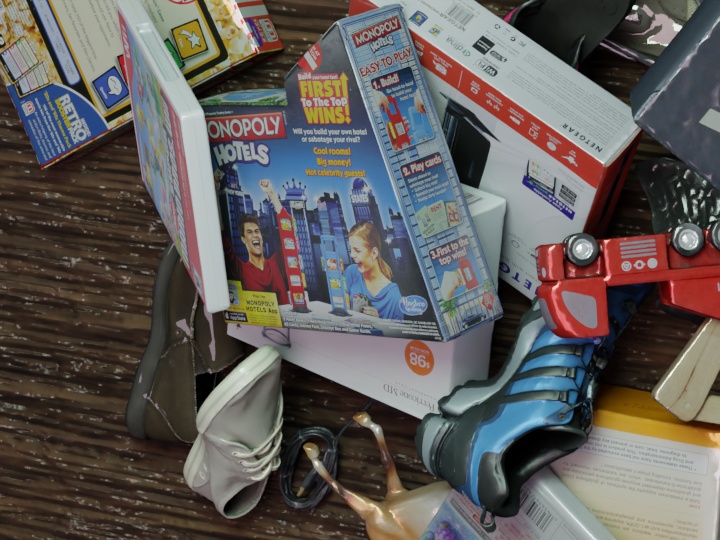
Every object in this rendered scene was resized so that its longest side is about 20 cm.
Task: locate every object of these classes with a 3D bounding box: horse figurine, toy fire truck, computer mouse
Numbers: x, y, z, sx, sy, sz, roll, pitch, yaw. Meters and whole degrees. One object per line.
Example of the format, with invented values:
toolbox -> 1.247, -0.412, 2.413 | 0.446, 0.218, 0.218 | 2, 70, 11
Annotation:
horse figurine -> 0.056, 0.148, 1.627 | 0.199, 0.050, 0.133 | -23, 103, 19
toy fire truck -> 0.212, 0.040, 1.454 | 0.198, 0.049, 0.142 | -6, 90, 0
computer mouse -> 0.005, 0.095, 1.660 | 0.058, 0.034, 0.200 | 38, 118, -7

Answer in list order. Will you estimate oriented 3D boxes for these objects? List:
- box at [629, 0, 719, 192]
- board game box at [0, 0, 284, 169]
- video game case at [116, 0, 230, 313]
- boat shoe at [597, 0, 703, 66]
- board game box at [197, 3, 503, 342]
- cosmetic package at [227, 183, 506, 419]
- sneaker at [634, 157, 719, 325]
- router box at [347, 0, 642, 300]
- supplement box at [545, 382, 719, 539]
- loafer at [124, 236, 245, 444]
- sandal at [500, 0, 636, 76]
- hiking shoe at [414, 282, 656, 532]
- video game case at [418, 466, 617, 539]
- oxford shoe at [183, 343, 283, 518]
box -> 0.297, -0.113, 1.406 | 0.200, 0.117, 0.197 | 39, 103, -3
board game box -> -0.172, -0.182, 1.675 | 0.199, 0.046, 0.152 | -24, 89, 25
video game case -> -0.125, -0.080, 1.558 | 0.017, 0.200, 0.144 | -13, 121, -12
boat shoe -> 0.218, -0.152, 1.498 | 0.199, 0.065, 0.072 | 16, 105, 21
board game box -> -0.016, -0.064, 1.486 | 0.199, 0.061, 0.201 | 4, 108, 43
cosmetic package -> 0.000, 0.000, 1.575 | 0.199, 0.052, 0.152 | 21, 120, 35
sneaker -> 0.241, 0.021, 1.525 | 0.103, 0.060, 0.202 | -8, 90, 23
router box -> 0.076, -0.087, 1.526 | 0.199, 0.049, 0.180 | 36, 150, 15
supplement box -> 0.188, 0.186, 1.564 | 0.125, 0.073, 0.202 | 10, 103, 27
loafer -> -0.109, 0.038, 1.679 | 0.071, 0.073, 0.201 | 22, 116, 14
sandal -> 0.116, -0.142, 1.502 | 0.075, 0.045, 0.200 | 42, 151, 6
hiking shoe -> 0.130, 0.074, 1.507 | 0.200, 0.074, 0.087 | -48, 53, 0
video game case -> 0.114, 0.235, 1.558 | 0.200, 0.024, 0.183 | 46, 123, 25
oxford shoe -> -0.078, 0.113, 1.633 | 0.058, 0.075, 0.200 | 46, 151, 15
